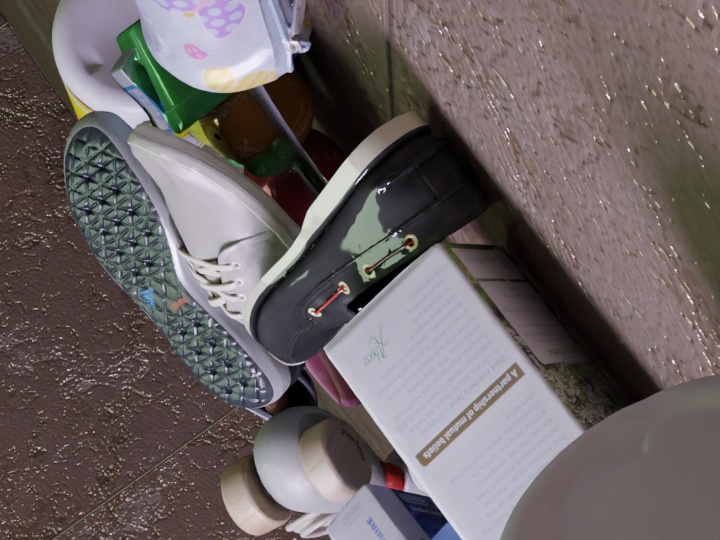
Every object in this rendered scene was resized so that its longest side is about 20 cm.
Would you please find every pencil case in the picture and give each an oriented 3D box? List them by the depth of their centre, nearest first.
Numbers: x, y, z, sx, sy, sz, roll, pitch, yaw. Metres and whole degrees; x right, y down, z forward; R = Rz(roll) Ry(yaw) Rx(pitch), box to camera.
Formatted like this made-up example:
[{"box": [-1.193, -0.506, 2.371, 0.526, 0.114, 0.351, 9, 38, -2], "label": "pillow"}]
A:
[{"box": [-0.073, -0.156, 0.847, 0.091, 0.083, 0.200, 48, 170, 21], "label": "pencil case"}]

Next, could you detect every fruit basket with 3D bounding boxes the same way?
[{"box": [-0.058, -0.069, 1.058, 0.201, 0.093, 0.185, 59, 172, -10], "label": "fruit basket"}]

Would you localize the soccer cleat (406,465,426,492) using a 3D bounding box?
[{"box": [0.053, 0.069, 1.145, 0.073, 0.068, 0.201, 15, 141, 32], "label": "soccer cleat"}]

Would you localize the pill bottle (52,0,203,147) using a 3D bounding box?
[{"box": [-0.146, -0.134, 1.286, 0.110, 0.109, 0.200, 54, 172, 6], "label": "pill bottle"}]

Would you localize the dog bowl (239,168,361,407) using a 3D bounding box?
[{"box": [-0.029, 0.005, 1.288, 0.201, 0.074, 0.200, 54, 173, 10], "label": "dog bowl"}]

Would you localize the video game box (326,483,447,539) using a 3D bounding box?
[{"box": [0.094, 0.215, 1.125, 0.199, 0.047, 0.183, 19, -152, -52], "label": "video game box"}]

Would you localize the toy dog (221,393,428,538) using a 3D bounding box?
[{"box": [-0.016, 0.108, 1.225, 0.200, 0.131, 0.097, 33, -141, -74], "label": "toy dog"}]

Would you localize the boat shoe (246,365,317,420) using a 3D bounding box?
[{"box": [-0.073, 0.044, 1.218, 0.063, 0.073, 0.200, 43, 172, 28], "label": "boat shoe"}]

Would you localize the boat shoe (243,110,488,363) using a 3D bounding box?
[{"box": [-0.002, 0.001, 0.922, 0.063, 0.073, 0.202, 51, 146, 8], "label": "boat shoe"}]

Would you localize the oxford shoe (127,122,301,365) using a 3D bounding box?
[{"box": [-0.065, -0.009, 1.013, 0.075, 0.058, 0.200, 29, 166, 40], "label": "oxford shoe"}]

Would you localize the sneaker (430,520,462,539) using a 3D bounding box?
[{"box": [0.093, 0.159, 0.939, 0.078, 0.070, 0.200, 42, -167, 26], "label": "sneaker"}]

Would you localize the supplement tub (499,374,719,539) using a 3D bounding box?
[{"box": [0.142, 0.147, 0.627, 0.201, 0.131, 0.132, 60, 171, -22], "label": "supplement tub"}]

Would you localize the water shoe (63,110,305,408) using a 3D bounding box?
[{"box": [-0.100, -0.013, 1.111, 0.071, 0.079, 0.201, -19, 109, 40], "label": "water shoe"}]

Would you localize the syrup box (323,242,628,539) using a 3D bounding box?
[{"box": [0.082, 0.087, 0.847, 0.201, 0.081, 0.079, 54, -159, 17], "label": "syrup box"}]
